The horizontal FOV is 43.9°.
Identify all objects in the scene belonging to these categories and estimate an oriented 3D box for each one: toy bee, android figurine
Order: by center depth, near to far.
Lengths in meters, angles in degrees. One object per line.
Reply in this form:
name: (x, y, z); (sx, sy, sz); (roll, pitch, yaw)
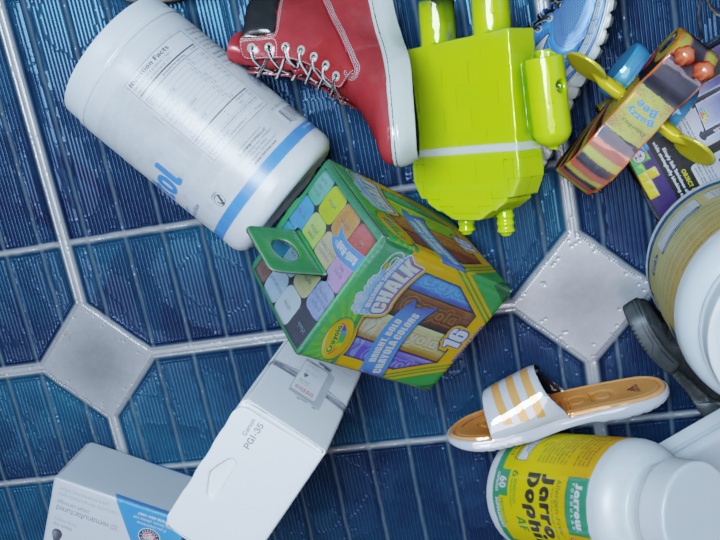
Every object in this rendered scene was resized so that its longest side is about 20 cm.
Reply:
toy bee: (0.218, -0.142, 0.670); (0.131, 0.109, 0.200); (17, 108, 5)
android figurine: (0.093, -0.127, 0.735); (0.182, 0.041, 0.200); (2, 102, 51)

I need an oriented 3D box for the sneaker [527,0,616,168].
sneaker: (0.148, -0.181, 0.745); (0.089, 0.079, 0.200); (22, 108, 1)

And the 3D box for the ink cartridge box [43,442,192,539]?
ink cartridge box: (-0.256, 0.306, 0.949); (0.145, 0.084, 0.200); (17, 108, 4)

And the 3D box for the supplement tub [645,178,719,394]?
supplement tub: (0.294, 0.015, 0.651); (0.145, 0.200, 0.145); (2, 105, 9)

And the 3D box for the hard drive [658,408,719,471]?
hard drive: (0.370, 0.152, 0.789); (0.132, 0.027, 0.200); (37, 119, -25)

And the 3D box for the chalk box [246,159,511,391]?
chalk box: (0.000, 0.000, 0.748); (0.200, 0.125, 0.124); (22, 114, -40)

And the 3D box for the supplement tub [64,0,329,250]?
supplement tub: (-0.139, -0.125, 0.783); (0.200, 0.132, 0.132); (39, 108, -2)

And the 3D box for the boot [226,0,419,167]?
boot: (-0.032, -0.155, 0.726); (0.144, 0.200, 0.072); (-11, 146, -3)

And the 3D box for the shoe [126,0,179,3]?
shoe: (-0.137, -0.280, 0.779); (0.200, 0.053, 0.070); (-10, 103, 12)

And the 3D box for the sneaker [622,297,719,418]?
sneaker: (0.331, 0.077, 0.795); (0.104, 0.060, 0.200); (-38, 105, 22)

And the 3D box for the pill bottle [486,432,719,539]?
pill bottle: (0.210, 0.199, 0.770); (0.113, 0.200, 0.113); (4, 82, -30)

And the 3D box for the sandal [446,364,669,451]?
sandal: (0.176, 0.112, 0.828); (0.206, 0.079, 0.059); (-15, 101, 5)

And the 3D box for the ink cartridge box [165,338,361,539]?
ink cartridge box: (-0.080, 0.152, 0.814); (0.083, 0.200, 0.147); (33, 109, 0)

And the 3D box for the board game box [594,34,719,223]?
board game box: (0.319, -0.094, 0.752); (0.165, 0.057, 0.200); (-29, 99, 14)
